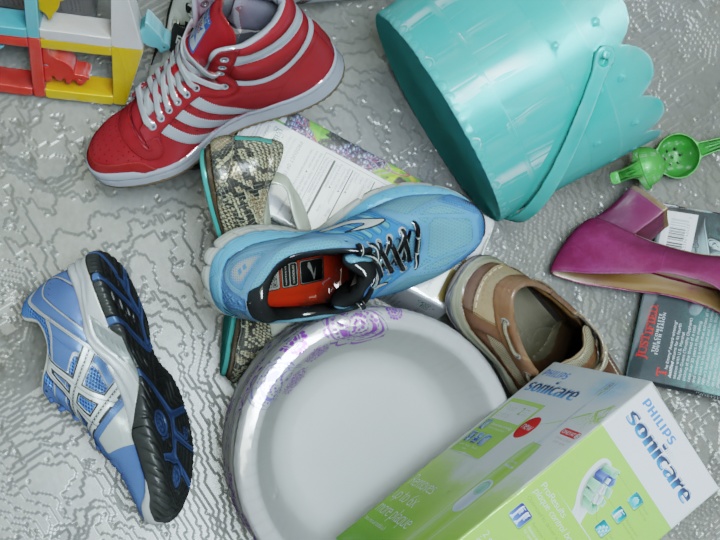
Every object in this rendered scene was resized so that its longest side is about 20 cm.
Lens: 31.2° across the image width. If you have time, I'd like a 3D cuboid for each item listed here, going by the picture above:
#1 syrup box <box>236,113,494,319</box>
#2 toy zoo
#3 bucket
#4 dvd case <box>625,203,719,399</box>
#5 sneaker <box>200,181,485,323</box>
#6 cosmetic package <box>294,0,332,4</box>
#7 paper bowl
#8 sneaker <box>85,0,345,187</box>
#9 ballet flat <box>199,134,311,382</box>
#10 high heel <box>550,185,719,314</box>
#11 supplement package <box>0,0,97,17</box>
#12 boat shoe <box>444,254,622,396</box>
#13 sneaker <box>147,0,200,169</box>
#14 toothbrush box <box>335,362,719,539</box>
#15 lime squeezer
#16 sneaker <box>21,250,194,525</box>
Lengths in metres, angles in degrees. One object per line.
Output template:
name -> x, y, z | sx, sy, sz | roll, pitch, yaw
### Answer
syrup box -> -0.008, -0.042, 0.966 | 0.199, 0.079, 0.082 | 27, 78, -3
toy zoo -> -0.237, -0.175, 0.931 | 0.199, 0.131, 0.021 | 6, 57, -7
bucket -> 0.112, -0.143, 0.940 | 0.134, 0.207, 0.208 | -31, 86, -1
dvd case -> 0.316, 0.034, 0.988 | 0.199, 0.022, 0.147 | 10, 79, 18
sneaker -> 0.000, 0.000, 0.858 | 0.199, 0.090, 0.079 | -18, 113, -20
cosmetic package -> -0.020, -0.242, 0.939 | 0.199, 0.101, 0.074 | -14, 89, -41
paper bowl -> 0.001, 0.124, 0.917 | 0.200, 0.104, 0.202 | -1, 92, -15
sneaker -> -0.119, -0.131, 0.885 | 0.199, 0.113, 0.071 | -25, 62, 9
ballet flat -> -0.069, -0.004, 0.910 | 0.075, 0.068, 0.201 | -3, 122, -3
high heel -> 0.238, 0.020, 0.963 | 0.096, 0.067, 0.200 | -43, 62, -8
supplement package -> -0.283, -0.291, 0.910 | 0.199, 0.191, 0.148 | 7, 79, -7
boat shoe -> 0.143, 0.064, 0.939 | 0.200, 0.072, 0.076 | 38, 76, -33
sneaker -> -0.118, -0.179, 0.969 | 0.074, 0.089, 0.201 | 10, 81, -7
toothbrush box -> 0.099, 0.155, 0.816 | 0.200, 0.146, 0.086 | -36, 99, -11
lime squeezer -> 0.244, -0.084, 1.003 | 0.199, 0.071, 0.038 | -17, 108, -33
sneaker -> -0.180, 0.090, 0.935 | 0.077, 0.076, 0.201 | -22, 84, 12
